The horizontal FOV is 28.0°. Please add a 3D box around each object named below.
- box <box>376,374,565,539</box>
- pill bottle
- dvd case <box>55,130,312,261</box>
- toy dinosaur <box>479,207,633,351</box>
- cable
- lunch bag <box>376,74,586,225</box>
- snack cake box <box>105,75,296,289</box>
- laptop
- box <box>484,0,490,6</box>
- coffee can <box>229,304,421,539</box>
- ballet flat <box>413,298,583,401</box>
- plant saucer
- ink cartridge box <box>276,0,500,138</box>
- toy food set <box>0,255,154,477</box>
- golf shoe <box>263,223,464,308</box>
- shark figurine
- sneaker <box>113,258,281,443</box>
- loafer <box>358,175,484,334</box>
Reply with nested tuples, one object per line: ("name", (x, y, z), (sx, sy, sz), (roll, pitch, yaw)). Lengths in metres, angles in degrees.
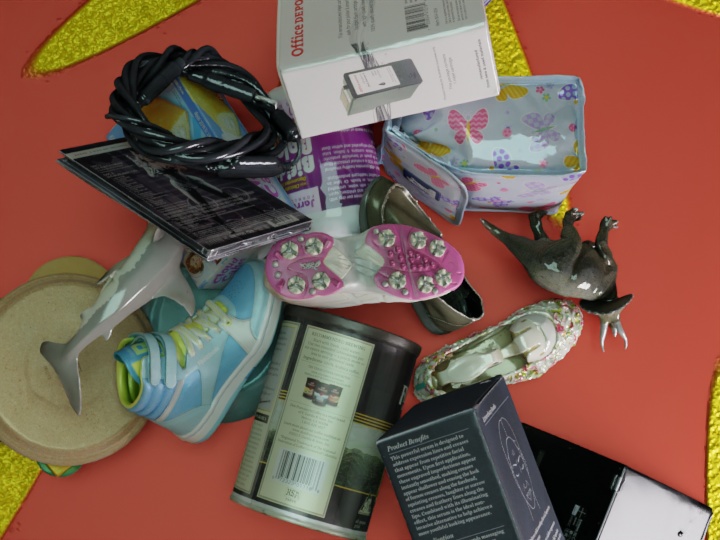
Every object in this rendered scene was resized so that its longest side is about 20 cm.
("box", (0.113, 0.224, 1.395), (0.106, 0.148, 0.202), (-20, 91, 18))
("pill bottle", (-0.034, -0.090, 1.490), (0.111, 0.112, 0.203), (-10, 84, -3))
("dvd case", (-0.163, -0.073, 1.343), (0.199, 0.148, 0.016), (32, 119, 26))
("toy dinosaur", (0.214, -0.009, 1.481), (0.199, 0.077, 0.103), (28, 50, -25))
("cable", (-0.156, -0.158, 1.387), (0.198, 0.051, 0.164), (-3, 54, -37))
("lunch bag", (0.118, -0.121, 1.468), (0.197, 0.170, 0.129), (3, 79, -3))
("snack cake box", (-0.160, -0.095, 1.466), (0.115, 0.067, 0.201), (-42, 70, 24))
("laptop", (0.233, 0.290, 1.508), (0.198, 0.116, 0.189), (20, 82, 30))
("box", (0.099, -0.386, 1.480), (0.105, 0.200, 0.184), (-44, 86, -7))
("coffee can", (-0.035, 0.152, 1.447), (0.145, 0.146, 0.203), (17, 84, 0))
("ballet flat", (0.147, 0.088, 1.500), (0.198, 0.064, 0.076), (-27, 84, -5))
("plant saucer", (-0.149, 0.058, 1.509), (0.197, 0.036, 0.203), (0, 84, -1))
("ink cartridge box", (0.025, -0.219, 1.387), (0.197, 0.085, 0.146), (-11, 40, 8))
("toy food set", (-0.300, 0.099, 1.458), (0.197, 0.049, 0.201), (-39, 90, -20))
("golf shoe", (0.000, 0.000, 1.399), (0.197, 0.092, 0.076), (2, 76, -13))
("shark figurine", (-0.204, 0.029, 1.350), (0.089, 0.128, 0.215), (41, 62, -12))
("sneaker", (-0.165, 0.067, 1.414), (0.130, 0.079, 0.202), (24, 95, -39))
("loafer", (0.068, -0.017, 1.460), (0.201, 0.069, 0.076), (53, 52, -33))
